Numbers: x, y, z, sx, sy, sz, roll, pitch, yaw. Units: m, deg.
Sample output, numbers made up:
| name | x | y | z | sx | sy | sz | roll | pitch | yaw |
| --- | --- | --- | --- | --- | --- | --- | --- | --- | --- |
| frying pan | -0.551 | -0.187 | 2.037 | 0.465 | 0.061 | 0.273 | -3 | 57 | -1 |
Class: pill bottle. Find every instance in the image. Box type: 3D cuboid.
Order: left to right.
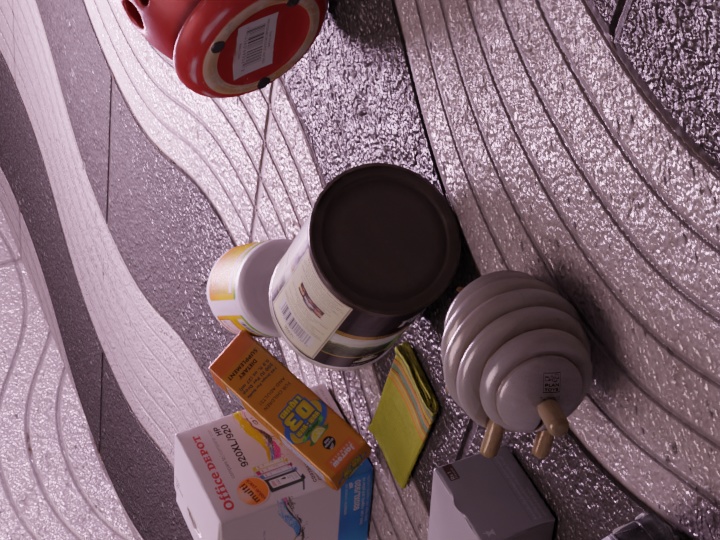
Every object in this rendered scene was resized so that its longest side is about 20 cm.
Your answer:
| name | x | y | z | sx | sy | sz | roll | pitch | yaw |
| --- | --- | --- | --- | --- | --- | --- | --- | --- | --- |
| pill bottle | -0.117 | 0.022 | 2.234 | 0.200 | 0.110 | 0.112 | 175 | 79 | -71 |

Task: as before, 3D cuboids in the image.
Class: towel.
| name | x | y | z | sx | sy | sz | roll | pitch | yaw |
| --- | --- | --- | --- | --- | --- | --- | --- | --- | --- |
| towel | 0.044 | 0.159 | 2.040 | 0.201 | 0.018 | 0.087 | 107 | 143 | -59 |

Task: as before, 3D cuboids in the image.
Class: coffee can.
| name | x | y | z | sx | sy | sz | roll | pitch | yaw |
| --- | --- | --- | --- | --- | --- | --- | --- | --- | --- |
| coffee can | 0.000 | 0.000 | 1.835 | 0.200 | 0.145 | 0.148 | 128 | 123 | -68 |

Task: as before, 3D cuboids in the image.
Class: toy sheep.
| name | x | y | z | sx | sy | sz | roll | pitch | yaw |
| --- | --- | --- | --- | --- | --- | --- | --- | --- | --- |
| toy sheep | 0.129 | 0.076 | 1.565 | 0.200 | 0.136 | 0.139 | -125 | 25 | -50 |

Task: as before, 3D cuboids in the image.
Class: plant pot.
| name | x | y | z | sx | sy | sz | roll | pitch | yaw |
| --- | --- | --- | --- | --- | --- | --- | --- | --- | --- |
| plant pot | -0.139 | -0.291 | 1.922 | 0.183 | 0.199 | 0.201 | 52 | 154 | 24 |

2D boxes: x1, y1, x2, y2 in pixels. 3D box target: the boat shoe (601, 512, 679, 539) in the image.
| name | x | y | z | sx | sy | sz | roll | pitch | yaw |
| --- | --- | --- | --- | --- | --- | --- | --- | --- | --- |
| boat shoe | 0.227 | 0.231 | 1.511 | 0.074 | 0.068 | 0.200 | 51 | 177 | 25 |

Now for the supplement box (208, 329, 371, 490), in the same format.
| name | x | y | z | sx | sy | sz | roll | pitch | yaw |
| --- | --- | --- | --- | --- | --- | --- | --- | --- | --- |
| supplement box | -0.081 | 0.160 | 2.183 | 0.200 | 0.067 | 0.069 | 41 | 169 | 12 |

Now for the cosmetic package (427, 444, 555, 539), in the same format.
| name | x | y | z | sx | sy | sz | roll | pitch | yaw |
| --- | --- | --- | --- | --- | --- | --- | --- | --- | --- |
| cosmetic package | 0.120 | 0.277 | 1.827 | 0.201 | 0.089 | 0.107 | 97 | 150 | -44 |

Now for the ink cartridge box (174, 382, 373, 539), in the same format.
| name | x | y | z | sx | sy | sz | roll | pitch | yaw |
| --- | --- | --- | --- | --- | --- | --- | --- | --- | --- |
| ink cartridge box | -0.106 | 0.258 | 2.264 | 0.148 | 0.198 | 0.146 | 58 | 156 | 36 |
